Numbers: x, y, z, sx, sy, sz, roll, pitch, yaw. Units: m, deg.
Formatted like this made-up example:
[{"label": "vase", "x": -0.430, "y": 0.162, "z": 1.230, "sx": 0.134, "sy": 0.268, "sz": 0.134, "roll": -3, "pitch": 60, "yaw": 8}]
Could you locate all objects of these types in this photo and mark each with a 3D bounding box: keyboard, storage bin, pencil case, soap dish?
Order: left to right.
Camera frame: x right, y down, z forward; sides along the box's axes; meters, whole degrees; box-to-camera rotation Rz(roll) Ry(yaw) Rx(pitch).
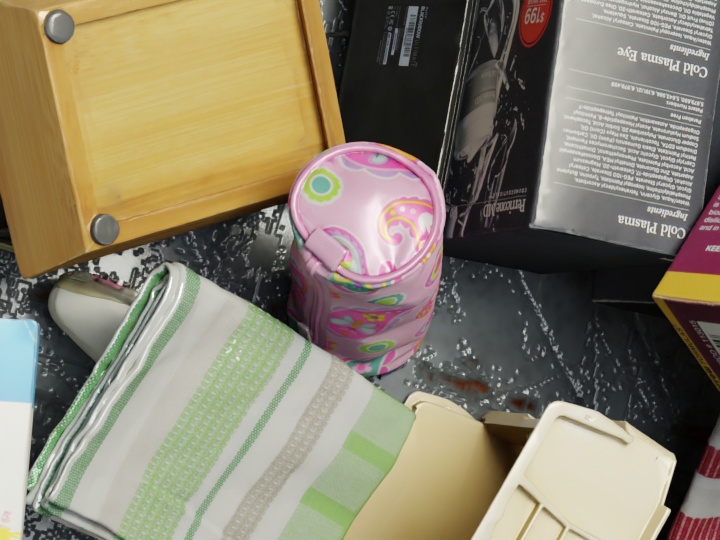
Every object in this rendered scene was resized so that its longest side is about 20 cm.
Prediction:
[{"label": "soap dish", "x": -0.102, "y": -0.094, "z": 1.192, "sx": 0.200, "sy": 0.081, "sz": 0.158, "roll": -18, "pitch": 105, "yaw": -30}, {"label": "pencil case", "x": 0.000, "y": 0.000, "z": 1.224, "sx": 0.087, "sy": 0.200, "sz": 0.088, "roll": 1, "pitch": 72, "yaw": -3}, {"label": "keyboard", "x": 0.010, "y": -0.134, "z": 1.288, "sx": 0.021, "sy": 0.127, "sz": 0.200, "roll": 24, "pitch": 74, "yaw": -60}, {"label": "storage bin", "x": 0.057, "y": 0.163, "z": 1.231, "sx": 0.094, "sy": 0.200, "sz": 0.199, "roll": 35, "pitch": 77, "yaw": -16}]

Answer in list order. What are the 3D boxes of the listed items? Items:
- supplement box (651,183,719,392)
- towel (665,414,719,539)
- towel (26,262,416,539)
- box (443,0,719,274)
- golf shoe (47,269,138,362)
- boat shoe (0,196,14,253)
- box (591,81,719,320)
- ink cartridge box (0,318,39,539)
[{"label": "supplement box", "x": 0.265, "y": -0.016, "z": 1.190, "sx": 0.131, "sy": 0.103, "sz": 0.200, "roll": 50, "pitch": 62, "yaw": -33}, {"label": "towel", "x": 0.267, "y": 0.129, "z": 1.339, "sx": 0.144, "sy": 0.023, "sz": 0.200, "roll": 8, "pitch": 122, "yaw": -17}, {"label": "towel", "x": -0.068, "y": 0.099, "z": 1.200, "sx": 0.200, "sy": 0.031, "sz": 0.149, "roll": 33, "pitch": 88, "yaw": -37}, {"label": "box", "x": 0.112, "y": -0.097, "z": 1.262, "sx": 0.104, "sy": 0.200, "sz": 0.182, "roll": 9, "pitch": 84, "yaw": -20}, {"label": "golf shoe", "x": -0.101, "y": 0.079, "z": 1.249, "sx": 0.200, "sy": 0.073, "sz": 0.092, "roll": 39, "pitch": 78, "yaw": -14}, {"label": "boat shoe", "x": -0.187, "y": -0.043, "z": 1.228, "sx": 0.200, "sy": 0.065, "sz": 0.073, "roll": -1, "pitch": 87, "yaw": -19}, {"label": "box", "x": 0.256, "y": -0.059, "z": 1.326, "sx": 0.200, "sy": 0.117, "sz": 0.197, "roll": 13, "pitch": 82, "yaw": -38}, {"label": "ink cartridge box", "x": -0.255, "y": 0.121, "z": 1.155, "sx": 0.144, "sy": 0.147, "sz": 0.200, "roll": 5, "pitch": 85, "yaw": -18}]
